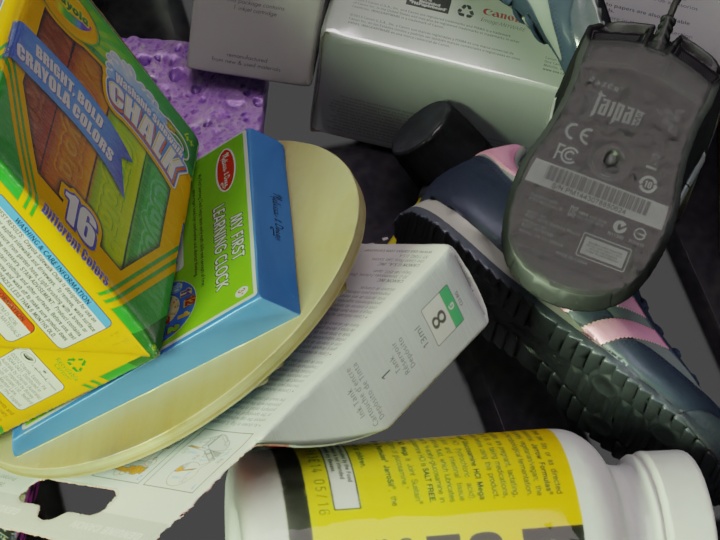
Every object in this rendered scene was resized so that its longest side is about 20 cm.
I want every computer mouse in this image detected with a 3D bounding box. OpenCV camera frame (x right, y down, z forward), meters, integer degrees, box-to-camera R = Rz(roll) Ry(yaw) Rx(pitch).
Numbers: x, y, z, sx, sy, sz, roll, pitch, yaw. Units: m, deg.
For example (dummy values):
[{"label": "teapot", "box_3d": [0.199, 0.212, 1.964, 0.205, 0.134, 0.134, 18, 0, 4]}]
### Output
[{"label": "computer mouse", "box_3d": [0.149, -0.061, 0.970, 0.140, 0.046, 0.201, 16, 72, 8]}]

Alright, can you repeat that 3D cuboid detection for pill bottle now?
[{"label": "pill bottle", "box_3d": [0.046, 0.126, 0.928, 0.199, 0.113, 0.113, -4, 56, -9]}]

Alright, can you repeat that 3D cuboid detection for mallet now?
[{"label": "mallet", "box_3d": [0.000, 0.000, 1.043, 0.200, 0.041, 0.066, -46, 111, -26]}]

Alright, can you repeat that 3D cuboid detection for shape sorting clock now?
[{"label": "shape sorting clock", "box_3d": [-0.085, 0.015, 0.940, 0.199, 0.039, 0.200, -27, 31, 18]}]

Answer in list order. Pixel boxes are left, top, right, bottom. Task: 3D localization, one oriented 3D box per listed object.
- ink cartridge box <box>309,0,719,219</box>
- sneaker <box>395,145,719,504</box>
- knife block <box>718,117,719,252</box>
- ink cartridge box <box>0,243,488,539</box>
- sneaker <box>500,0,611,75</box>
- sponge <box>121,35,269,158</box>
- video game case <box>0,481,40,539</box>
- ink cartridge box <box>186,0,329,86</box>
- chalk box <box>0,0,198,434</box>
[{"label": "ink cartridge box", "box_3d": [0.092, -0.139, 1.132, 0.199, 0.084, 0.176, 14, 56, 3]}, {"label": "sneaker", "box_3d": [0.114, 0.019, 1.006, 0.200, 0.070, 0.082, 43, 62, 7]}, {"label": "knife block", "box_3d": [0.225, -0.115, 1.156, 0.064, 0.201, 0.176, 7, 10, 0]}, {"label": "ink cartridge box", "box_3d": [-0.063, 0.062, 0.929, 0.161, 0.050, 0.200, 2, 40, 49]}, {"label": "sneaker", "box_3d": [0.066, -0.157, 1.062, 0.082, 0.070, 0.201, -24, 62, 6]}, {"label": "sponge", "box_3d": [-0.147, -0.073, 1.093, 0.199, 0.030, 0.112, 7, 55, -1]}, {"label": "video game case", "box_3d": [-0.228, 0.046, 0.999, 0.180, 0.036, 0.201, 9, 55, -1]}, {"label": "ink cartridge box", "box_3d": [-0.037, -0.208, 1.079, 0.067, 0.201, 0.116, 9, 33, 0]}, {"label": "chalk box", "box_3d": [-0.154, -0.044, 0.930, 0.123, 0.125, 0.201, -26, 33, 22]}]
